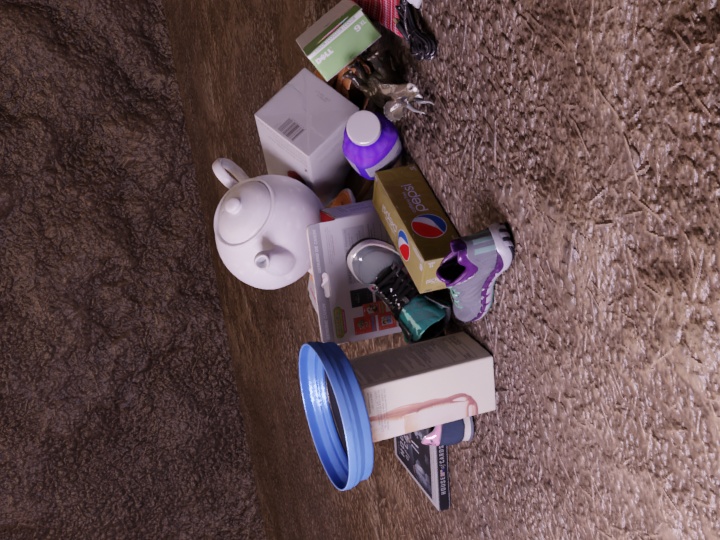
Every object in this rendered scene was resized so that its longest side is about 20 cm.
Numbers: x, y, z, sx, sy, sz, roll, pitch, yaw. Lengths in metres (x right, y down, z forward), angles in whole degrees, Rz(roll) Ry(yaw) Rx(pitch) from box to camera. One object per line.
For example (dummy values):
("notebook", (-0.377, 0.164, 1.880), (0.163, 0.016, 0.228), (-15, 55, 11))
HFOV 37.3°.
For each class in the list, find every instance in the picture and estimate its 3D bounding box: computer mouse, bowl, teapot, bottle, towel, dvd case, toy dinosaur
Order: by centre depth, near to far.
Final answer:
("computer mouse", (0.073, -0.382, 1.388), (0.200, 0.044, 0.110), (88, 167, -46))
("bowl", (-0.032, 0.190, 1.418), (0.201, 0.039, 0.201), (167, 90, -73))
("toy dinosaur", (0.031, -0.266, 1.533), (0.102, 0.077, 0.200), (50, -174, -17))
("bottle", (0.014, -0.185, 1.535), (0.065, 0.084, 0.200), (42, -179, 8))
("towel", (0.023, -0.431, 1.553), (0.200, 0.022, 0.145), (-129, 31, -57))
("teapot", (-0.160, -0.078, 1.677), (0.200, 0.146, 0.197), (4, 69, 39))
("dvd case", (0.098, 0.286, 1.783), (0.200, 0.025, 0.150), (-138, 40, -63))

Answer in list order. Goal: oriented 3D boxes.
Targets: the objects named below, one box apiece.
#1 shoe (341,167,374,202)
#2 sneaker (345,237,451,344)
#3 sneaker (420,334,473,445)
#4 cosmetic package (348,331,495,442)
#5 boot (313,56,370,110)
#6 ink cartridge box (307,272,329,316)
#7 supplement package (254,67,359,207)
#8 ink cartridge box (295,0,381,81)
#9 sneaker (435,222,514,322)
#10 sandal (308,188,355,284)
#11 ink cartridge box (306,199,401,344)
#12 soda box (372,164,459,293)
("shoe", (0.002, -0.124, 1.774), (0.200, 0.053, 0.070), (124, 145, -49))
("sneaker", (0.063, 0.041, 1.532), (0.200, 0.084, 0.121), (40, -172, -43))
("sneaker", (0.100, 0.167, 1.591), (0.070, 0.082, 0.200), (104, 150, -56))
("cosmetic package", (0.074, 0.159, 1.468), (0.103, 0.200, 0.087), (-136, 37, -65))
("boot", (-0.032, -0.286, 1.751), (0.155, 0.074, 0.200), (51, 155, 45))
("ink cartridge box", (-0.029, 0.015, 1.911), (0.200, 0.083, 0.145), (99, 153, -48))
("supplement package", (-0.080, -0.206, 1.737), (0.121, 0.120, 0.200), (38, 163, 17))
("ink cartridge box", (-0.031, -0.337, 1.560), (0.059, 0.104, 0.200), (49, -174, -19))
("sneaker", (0.129, 0.007, 1.379), (0.200, 0.087, 0.074), (105, 149, -56))
("sandal", (-0.067, -0.059, 1.782), (0.079, 0.059, 0.207), (67, 146, 37))
("ink cartridge box", (0.000, 0.000, 1.647), (0.084, 0.175, 0.200), (-147, 48, -67))
("soda box", (0.081, -0.063, 1.523), (0.064, 0.068, 0.200), (94, 158, -44))
